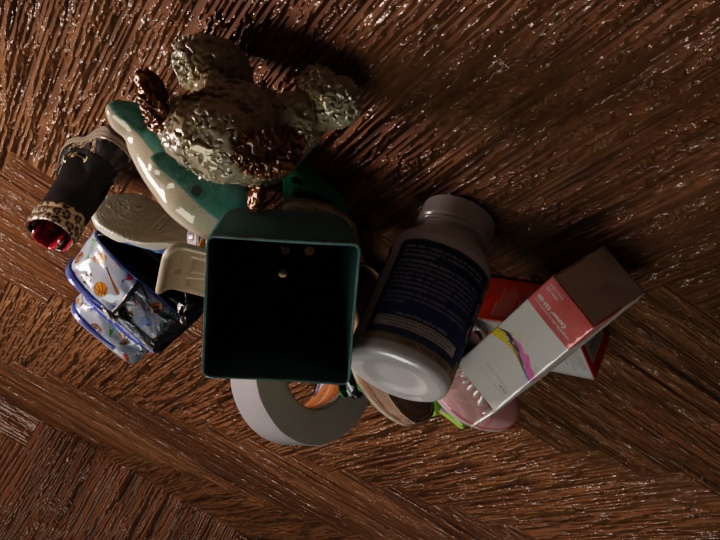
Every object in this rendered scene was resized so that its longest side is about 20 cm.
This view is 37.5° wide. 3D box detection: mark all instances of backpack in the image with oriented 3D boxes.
[{"bbox_3d":[-0.325,0.026,1.517,0.191,0.154,0.200,48,-176,-5],"label":"backpack"}]

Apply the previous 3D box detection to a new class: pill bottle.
[{"bbox_3d":[0.071,0.025,1.096,0.111,0.200,0.111,19,155,9],"label":"pill bottle"}]

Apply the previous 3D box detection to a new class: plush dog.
[{"bbox_3d":[-0.119,-0.127,0.981,0.200,0.161,0.172,20,-165,17],"label":"plush dog"}]

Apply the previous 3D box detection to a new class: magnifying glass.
[{"bbox_3d":[-0.070,-0.110,1.196,0.079,0.022,0.200,9,151,31],"label":"magnifying glass"}]

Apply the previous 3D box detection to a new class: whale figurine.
[{"bbox_3d":[-0.197,-0.129,1.207,0.200,0.104,0.159,48,-172,4],"label":"whale figurine"}]

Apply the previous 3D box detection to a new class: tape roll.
[{"bbox_3d":[-0.079,0.141,1.464,0.200,0.201,0.066,41,151,-27],"label":"tape roll"}]

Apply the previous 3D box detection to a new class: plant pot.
[{"bbox_3d":[-0.080,0.006,1.075,0.141,0.142,0.200,3,-161,-4],"label":"plant pot"}]

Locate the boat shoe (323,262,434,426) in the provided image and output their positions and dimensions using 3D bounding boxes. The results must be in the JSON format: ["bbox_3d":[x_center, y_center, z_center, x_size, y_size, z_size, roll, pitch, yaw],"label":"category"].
[{"bbox_3d":[0.025,0.080,1.163,0.200,0.076,0.072,60,154,-1],"label":"boat shoe"}]

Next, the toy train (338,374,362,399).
[{"bbox_3d":[-0.043,0.083,1.428,0.042,0.056,0.200,-20,107,24],"label":"toy train"}]

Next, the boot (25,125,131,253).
[{"bbox_3d":[-0.369,-0.096,1.349,0.073,0.151,0.200,40,152,-26],"label":"boot"}]

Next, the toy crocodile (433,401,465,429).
[{"bbox_3d":[0.061,0.121,1.288,0.200,0.068,0.062,38,160,-16],"label":"toy crocodile"}]

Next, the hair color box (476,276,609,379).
[{"bbox_3d":[0.177,0.060,1.229,0.200,0.061,0.102,9,149,32],"label":"hair color box"}]

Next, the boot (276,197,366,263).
[{"bbox_3d":[0.000,0.000,1.255,0.175,0.066,0.200,11,154,17],"label":"boot"}]

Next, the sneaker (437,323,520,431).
[{"bbox_3d":[0.127,0.120,1.228,0.200,0.075,0.105,41,157,-17],"label":"sneaker"}]

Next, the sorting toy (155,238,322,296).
[{"bbox_3d":[-0.139,0.009,1.267,0.199,0.037,0.185,10,163,-11],"label":"sorting toy"}]

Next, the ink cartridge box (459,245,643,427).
[{"bbox_3d":[0.180,0.070,1.086,0.068,0.116,0.200,52,130,13],"label":"ink cartridge box"}]

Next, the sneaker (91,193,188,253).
[{"bbox_3d":[-0.258,-0.037,1.416,0.199,0.077,0.111,9,150,-5],"label":"sneaker"}]

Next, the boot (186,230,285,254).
[{"bbox_3d":[-0.128,-0.010,1.337,0.090,0.073,0.200,11,170,31],"label":"boot"}]
